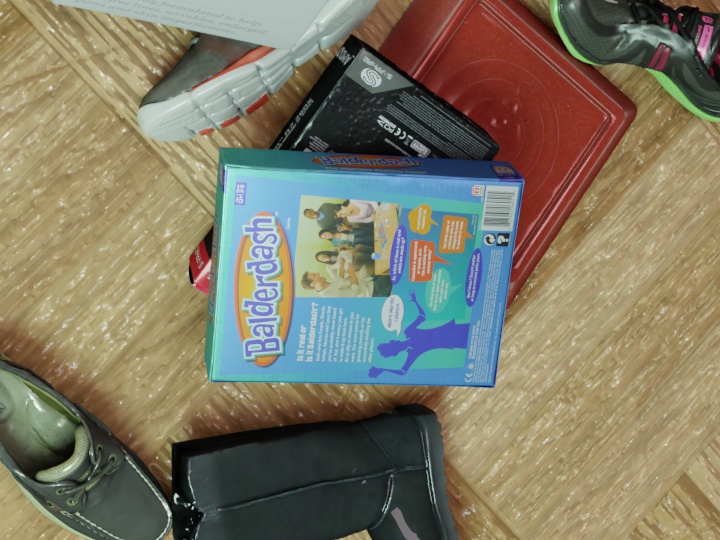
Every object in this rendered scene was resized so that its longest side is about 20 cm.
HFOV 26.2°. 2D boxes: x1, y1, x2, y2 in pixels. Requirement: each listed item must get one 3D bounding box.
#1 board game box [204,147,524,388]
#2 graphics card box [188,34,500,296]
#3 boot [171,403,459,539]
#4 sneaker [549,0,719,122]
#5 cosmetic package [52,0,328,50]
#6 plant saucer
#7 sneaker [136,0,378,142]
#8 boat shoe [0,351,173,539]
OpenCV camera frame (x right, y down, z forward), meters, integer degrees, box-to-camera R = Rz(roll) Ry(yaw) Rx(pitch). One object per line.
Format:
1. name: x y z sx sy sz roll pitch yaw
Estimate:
1. board game box: 0.000 0.000 1.034 0.199 0.045 0.153 3 110 -12
2. graphics card box: -0.013 -0.045 1.067 0.125 0.051 0.200 32 102 -19
3. boot: -0.031 0.187 1.085 0.199 0.066 0.166 -7 86 -33
4. sneaker: 0.228 -0.177 1.146 0.199 0.084 0.077 20 72 -24
5. cosmetic package: -0.089 -0.270 0.950 0.164 0.165 0.201 9 69 -20
6. plant saucer: 0.092 -0.099 1.135 0.200 0.037 0.200 38 82 -20
7. sneaker: -0.079 -0.165 1.060 0.200 0.077 0.082 -37 79 -14
8. boat shoe: -0.200 0.124 1.032 0.201 0.066 0.072 45 77 -19
